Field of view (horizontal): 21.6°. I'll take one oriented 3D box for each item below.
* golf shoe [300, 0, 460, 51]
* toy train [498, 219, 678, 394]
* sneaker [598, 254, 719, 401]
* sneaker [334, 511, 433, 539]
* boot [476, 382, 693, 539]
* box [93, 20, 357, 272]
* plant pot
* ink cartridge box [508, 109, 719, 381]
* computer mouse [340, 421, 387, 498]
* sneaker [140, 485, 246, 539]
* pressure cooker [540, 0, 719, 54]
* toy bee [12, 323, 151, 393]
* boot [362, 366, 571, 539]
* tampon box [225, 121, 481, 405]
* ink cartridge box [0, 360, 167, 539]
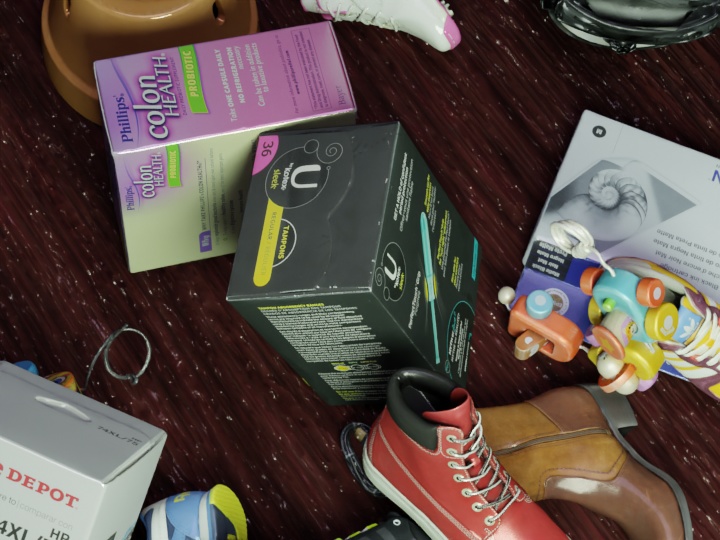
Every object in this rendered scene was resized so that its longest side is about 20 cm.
[{"bbox_3d":[0.002,-0.251,1.723,0.200,0.075,0.092,40,83,17],"label":"golf shoe"},{"bbox_3d":[0.174,0.045,1.511,0.150,0.200,0.056,33,67,10],"label":"toy train"},{"bbox_3d":[0.277,0.056,1.551,0.199,0.090,0.075,29,95,6],"label":"sneaker"},{"bbox_3d":[0.007,0.228,1.466,0.198,0.072,0.083,11,60,-12],"label":"sneaker"},{"bbox_3d":[0.147,0.176,1.487,0.199,0.069,0.189,-8,63,-26],"label":"boot"},{"bbox_3d":[-0.111,-0.101,1.571,0.198,0.176,0.097,-12,60,-9],"label":"box"},{"bbox_3d":[-0.187,-0.240,1.658,0.198,0.140,0.201,1,63,-2],"label":"plant pot"},{"bbox_3d":[0.250,-0.021,1.635,0.198,0.041,0.201,20,65,6],"label":"ink cartridge box"},{"bbox_3d":[0.063,0.187,1.525,0.199,0.034,0.059,36,68,13],"label":"computer mouse"},{"bbox_3d":[-0.137,0.267,1.448,0.082,0.074,0.201,-4,68,19],"label":"sneaker"},{"bbox_3d":[0.248,-0.291,1.696,0.175,0.178,0.201,-15,59,32],"label":"pressure cooker"},{"bbox_3d":[-0.262,0.106,1.488,0.200,0.109,0.131,-46,108,-3],"label":"toy bee"},{"bbox_3d":[0.092,0.158,1.387,0.200,0.145,0.072,37,60,12],"label":"boot"},{"bbox_3d":[0.000,0.000,1.501,0.125,0.200,0.151,-3,60,24],"label":"tampon box"},{"bbox_3d":[-0.256,0.195,1.387,0.146,0.146,0.201,22,104,7],"label":"ink cartridge box"}]
